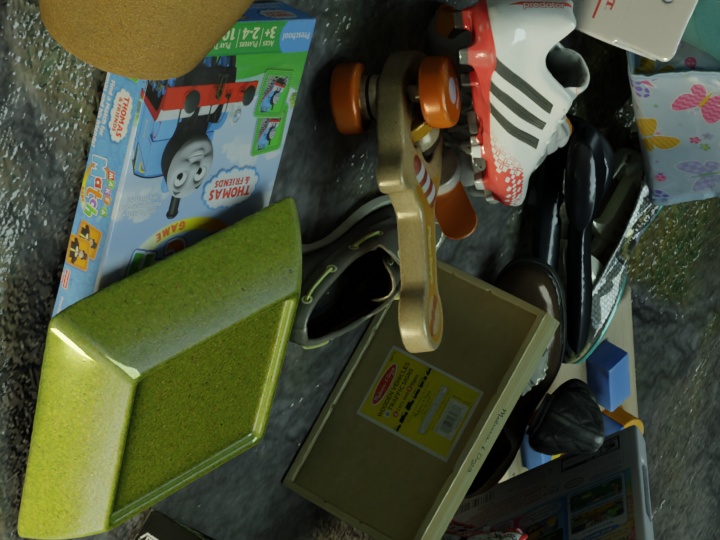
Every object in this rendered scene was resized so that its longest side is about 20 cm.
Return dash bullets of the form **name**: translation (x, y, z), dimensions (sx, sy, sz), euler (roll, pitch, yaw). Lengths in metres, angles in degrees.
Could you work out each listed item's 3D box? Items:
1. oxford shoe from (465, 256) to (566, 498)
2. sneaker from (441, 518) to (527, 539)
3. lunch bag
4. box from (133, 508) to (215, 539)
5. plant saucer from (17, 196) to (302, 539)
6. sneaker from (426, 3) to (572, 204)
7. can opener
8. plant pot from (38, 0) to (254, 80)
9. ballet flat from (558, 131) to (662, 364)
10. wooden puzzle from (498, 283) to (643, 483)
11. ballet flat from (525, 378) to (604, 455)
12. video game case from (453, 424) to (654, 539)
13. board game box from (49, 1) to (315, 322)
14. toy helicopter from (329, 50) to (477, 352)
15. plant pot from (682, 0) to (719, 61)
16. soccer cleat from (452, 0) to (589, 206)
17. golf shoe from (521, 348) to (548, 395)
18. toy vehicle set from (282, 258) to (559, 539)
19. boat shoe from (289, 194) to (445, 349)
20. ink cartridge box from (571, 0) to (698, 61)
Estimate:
- **oxford shoe**: translation (0.112, 0.088, 1.786), dimensions (0.084, 0.072, 0.202), euler (-47, 152, -70)
- **sneaker**: translation (0.071, 0.212, 1.699), dimensions (0.202, 0.107, 0.068), euler (-98, 176, -71)
- **lunch bag**: translation (0.267, -0.176, 1.789), dimensions (0.170, 0.126, 0.201), euler (69, 27, -53)
- **box**: translation (-0.040, 0.247, 1.577), dimensions (0.048, 0.199, 0.193), euler (-59, 148, -3)
- **plant saucer**: translation (-0.113, 0.074, 1.434), dimensions (0.199, 0.048, 0.201), euler (-29, 148, -38)
- **sneaker**: translation (0.086, -0.109, 1.625), dimensions (0.092, 0.075, 0.200), euler (-53, 147, -7)
- **can opener**: translation (0.157, -0.027, 1.796), dimensions (0.079, 0.063, 0.202), euler (-47, 148, -55)
- **plant pot**: translation (-0.096, -0.206, 1.201), dimensions (0.186, 0.186, 0.201), euler (-22, 143, -47)
- **ballet flat**: translation (0.190, -0.025, 1.861), dimensions (0.201, 0.072, 0.072), euler (-62, 149, -2)
- **wooden puzzle**: translation (0.188, 0.136, 1.980), dimensions (0.200, 0.046, 0.186), euler (-44, 144, -29)
- **ballet flat**: translation (0.166, 0.124, 1.813), dimensions (0.067, 0.057, 0.200), euler (-61, 172, 5)
- **video game case**: translation (0.129, 0.206, 1.761), dimensions (0.024, 0.199, 0.182), euler (59, 16, -20)
- **board game box**: translation (-0.107, -0.062, 1.405), dimensions (0.151, 0.036, 0.202), euler (-11, 123, -53)
- **toy helicopter**: translation (0.038, -0.046, 1.545), dimensions (0.132, 0.078, 0.202), euler (8, 79, -74)
- **plant pot**: translation (0.243, -0.260, 1.632), dimensions (0.200, 0.187, 0.201), euler (-35, 139, -37)
- **soccer cleat**: translation (0.111, -0.110, 1.529), dimensions (0.201, 0.084, 0.069), euler (77, 7, -54)
- **golf shoe**: translation (0.043, 0.097, 1.723), dimensions (0.200, 0.097, 0.078), euler (-40, 179, 3)
- **toy vehicle set**: translation (0.042, 0.096, 1.659), dimensions (0.201, 0.124, 0.026), euler (-60, 148, -4)
- **boat shoe**: translation (0.000, 0.003, 1.587), dimensions (0.201, 0.060, 0.073), euler (-26, 133, -45)
- **ink cartridge box**: translation (0.157, -0.216, 1.525), dimensions (0.067, 0.199, 0.117), euler (12, 103, -58)
